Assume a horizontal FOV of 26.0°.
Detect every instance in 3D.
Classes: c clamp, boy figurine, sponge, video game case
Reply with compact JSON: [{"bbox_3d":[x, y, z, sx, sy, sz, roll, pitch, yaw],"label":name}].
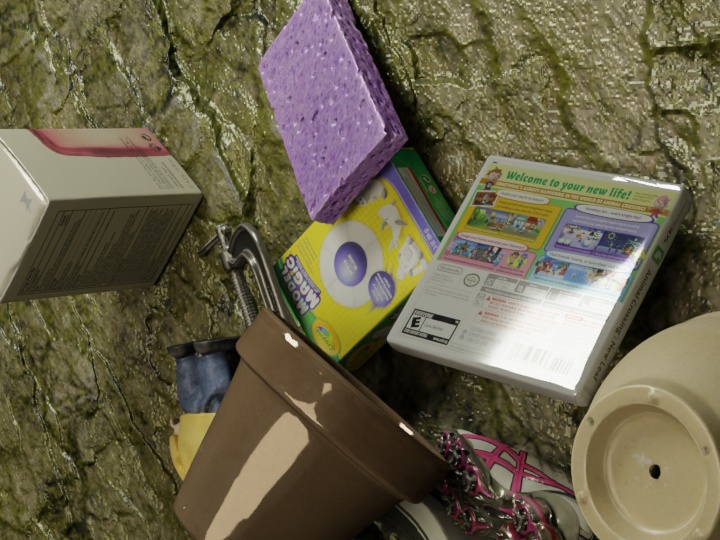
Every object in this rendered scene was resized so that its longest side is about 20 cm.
[{"bbox_3d":[-0.093,0.040,1.439,0.202,0.027,0.171,69,157,14],"label":"c clamp"},{"bbox_3d":[-0.134,0.165,1.491,0.123,0.064,0.203,-12,86,40],"label":"boy figurine"},{"bbox_3d":[-0.029,-0.148,1.358,0.112,0.030,0.201,-49,45,31],"label":"sponge"},{"bbox_3d":[0.134,0.001,1.196,0.199,0.022,0.183,13,67,46],"label":"video game case"}]

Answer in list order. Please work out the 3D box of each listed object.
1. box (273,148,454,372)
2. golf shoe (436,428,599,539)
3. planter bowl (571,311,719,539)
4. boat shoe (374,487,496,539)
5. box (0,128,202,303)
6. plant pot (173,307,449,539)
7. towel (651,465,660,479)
[{"bbox_3d":[0.000,0.000,1.364,0.200,0.048,0.118,-47,64,35],"label":"box"},{"bbox_3d":[0.129,0.184,1.259,0.200,0.091,0.074,-142,52,-57],"label":"golf shoe"},{"bbox_3d":[0.228,0.133,1.070,0.199,0.134,0.203,3,95,43],"label":"planter bowl"},{"bbox_3d":[0.066,0.227,1.322,0.200,0.070,0.064,43,121,41],"label":"boat shoe"},{"bbox_3d":[-0.274,-0.057,1.506,0.109,0.199,0.128,48,121,26],"label":"box"},{"bbox_3d":[-0.054,0.160,1.258,0.200,0.200,0.175,38,89,32],"label":"plant pot"},{"bbox_3d":[0.308,0.145,1.118,0.171,0.048,0.201,44,120,33],"label":"towel"}]
